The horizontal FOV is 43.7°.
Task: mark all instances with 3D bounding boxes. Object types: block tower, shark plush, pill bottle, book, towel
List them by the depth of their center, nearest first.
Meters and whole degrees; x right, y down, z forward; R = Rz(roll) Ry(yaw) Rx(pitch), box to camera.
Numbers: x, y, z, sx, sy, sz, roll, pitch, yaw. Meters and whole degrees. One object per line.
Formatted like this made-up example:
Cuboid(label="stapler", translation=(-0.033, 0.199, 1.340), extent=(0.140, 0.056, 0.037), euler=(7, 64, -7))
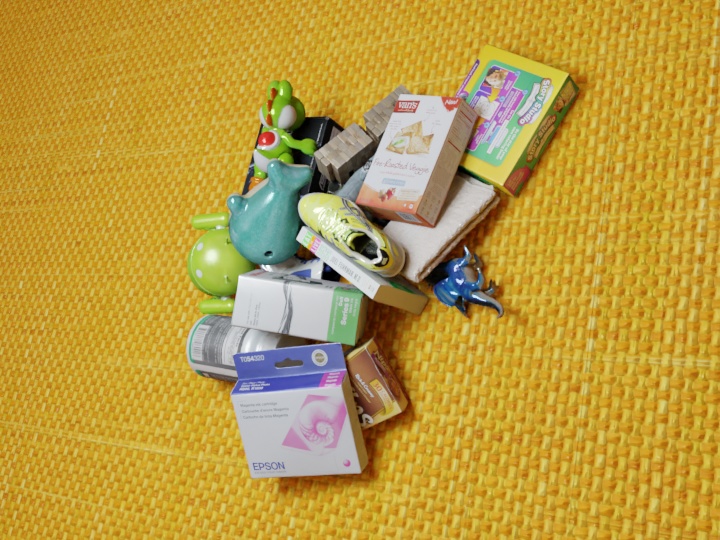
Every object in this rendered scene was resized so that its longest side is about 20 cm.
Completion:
Cuboid(label="towel", translation=(0.115, -0.075, 1.417), extent=(0.200, 0.035, 0.132), euler=(-46, 39, -10))
Cuboid(label="book", translation=(0.000, 0.000, 1.447), extent=(0.199, 0.133, 0.048), euler=(37, 102, 38))
Cuboid(label="shark plush", translation=(0.019, -0.150, 1.483), extent=(0.200, 0.083, 0.091), euler=(-44, 70, -9))
Cuboid(label="block tower", translation=(0.016, -0.229, 1.532), extent=(0.199, 0.058, 0.054), euler=(-40, 66, -11))
Cuboid(label="pill bottle", translation=(-0.194, 0.140, 1.543), extent=(0.198, 0.113, 0.115), euler=(5, 75, 36))

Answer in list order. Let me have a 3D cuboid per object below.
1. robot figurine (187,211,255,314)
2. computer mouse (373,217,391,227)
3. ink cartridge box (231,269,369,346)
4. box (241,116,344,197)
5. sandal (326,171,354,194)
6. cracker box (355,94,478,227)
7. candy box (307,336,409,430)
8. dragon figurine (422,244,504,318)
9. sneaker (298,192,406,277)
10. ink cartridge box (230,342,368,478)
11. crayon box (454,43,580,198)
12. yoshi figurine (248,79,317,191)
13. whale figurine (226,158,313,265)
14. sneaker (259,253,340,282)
Cuboid(label="robot figurine", translation=(-0.247, -0.013, 1.595), extent=(0.200, 0.114, 0.179), euler=(170, 97, -75))
Cuboid(label="computer mouse", translation=(0.085, -0.079, 1.492), extent=(0.199, 0.034, 0.059), euler=(27, 72, 34))
Cuboid(label="ink cartridge box", translation=(-0.091, 0.056, 1.425), extent=(0.197, 0.146, 0.085), euler=(9, 94, 5))
Cuboid(label="box", translation=(-0.120, -0.169, 1.631), extent=(0.162, 0.086, 0.203), euler=(5, 75, 37))
Cuboid(label="sandal", translation=(-0.017, -0.155, 1.565), extent=(0.079, 0.057, 0.203), euler=(17, 73, 13))
Cuboid(label="cracker box", translation=(0.089, -0.178, 1.427), extent=(0.133, 0.057, 0.202), euler=(13, 76, 44))
Cuboid(label="candy box", translation=(-0.036, 0.200, 1.409), extent=(0.198, 0.056, 0.118), euler=(-29, 95, 22))
Cuboid(label="dragon figurine", translation=(0.153, 0.031, 1.375), extent=(0.099, 0.059, 0.201), euler=(-42, 49, 17))
Cuboid(label="sneaker", translation=(-0.017, -0.064, 1.374), extent=(0.199, 0.076, 0.076), euler=(32, 94, 22))
Cuboid(label="ink cartridge box", translation=(-0.101, 0.220, 1.386), extent=(0.194, 0.043, 0.203), euler=(-8, 104, 22))
Cuboid(label="crayon box", translation=(0.225, -0.242, 1.436), extent=(0.172, 0.058, 0.202), euler=(32, 91, 38))
Cuboid(label="yoshi figurine", translation=(-0.135, -0.226, 1.567), extent=(0.112, 0.111, 0.203), euler=(-179, 95, -76))
Cuboid(label="whale figurine", translation=(-0.140, -0.088, 1.458), extent=(0.201, 0.157, 0.105), euler=(123, 150, -43))
Cuboid(label="sneaker", translation=(-0.095, 0.005, 1.557), extent=(0.115, 0.080, 0.201), euler=(-38, 61, 12))
